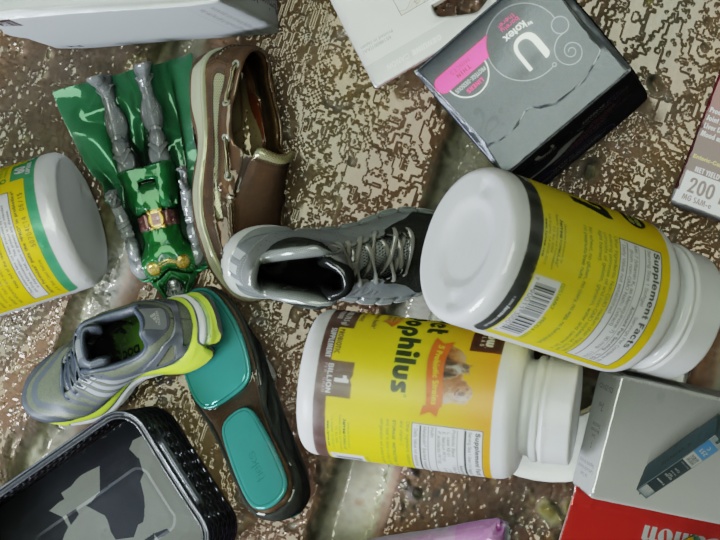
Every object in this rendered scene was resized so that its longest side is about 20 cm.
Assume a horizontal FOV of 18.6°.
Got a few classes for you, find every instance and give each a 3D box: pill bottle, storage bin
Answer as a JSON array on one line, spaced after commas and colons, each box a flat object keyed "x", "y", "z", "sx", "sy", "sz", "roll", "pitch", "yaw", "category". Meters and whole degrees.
[{"x": 0.060, "y": 0.092, "z": 1.616, "sx": 0.199, "sy": 0.109, "sz": 0.110, "roll": 6, "pitch": 90, "yaw": 10, "category": "pill bottle"}, {"x": -0.215, "y": 0.211, "z": 1.747, "sx": 0.200, "sy": 0.094, "sz": 0.135, "roll": -35, "pitch": 83, "yaw": 8, "category": "storage bin"}, {"x": -0.314, "y": -0.014, "z": 1.760, "sx": 0.199, "sy": 0.113, "sz": 0.113, "roll": -17, "pitch": 86, "yaw": 11, "category": "pill bottle"}, {"x": 0.152, "y": 0.007, "z": 1.554, "sx": 0.199, "sy": 0.114, "sz": 0.115, "roll": 18, "pitch": 93, "yaw": -31, "category": "pill bottle"}]

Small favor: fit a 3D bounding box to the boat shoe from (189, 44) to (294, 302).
[{"x": -0.089, "y": -0.079, "z": 1.725, "sx": 0.075, "sy": 0.075, "sz": 0.203, "roll": -13, "pitch": 86, "yaw": 48, "category": "boat shoe"}]

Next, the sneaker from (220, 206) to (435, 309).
[{"x": 0.000, "y": 0.000, "z": 1.671, "sx": 0.199, "sy": 0.115, "sz": 0.075, "roll": -7, "pitch": 101, "yaw": -12, "category": "sneaker"}]

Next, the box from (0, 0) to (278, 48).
[{"x": -0.180, "y": -0.250, "z": 1.694, "sx": 0.199, "sy": 0.199, "sz": 0.131, "roll": -2, "pitch": 89, "yaw": 10, "category": "box"}]

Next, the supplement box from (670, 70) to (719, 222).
[{"x": 0.321, "y": -0.125, "z": 1.666, "sx": 0.108, "sy": 0.061, "sz": 0.201, "roll": 21, "pitch": 92, "yaw": 11, "category": "supplement box"}]

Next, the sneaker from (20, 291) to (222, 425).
[{"x": -0.204, "y": 0.066, "z": 1.730, "sx": 0.200, "sy": 0.081, "sz": 0.074, "roll": -30, "pitch": 66, "yaw": 33, "category": "sneaker"}]

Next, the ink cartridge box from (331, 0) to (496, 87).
[{"x": 0.059, "y": -0.264, "z": 1.719, "sx": 0.199, "sy": 0.045, "sz": 0.177, "roll": -29, "pitch": 83, "yaw": 10, "category": "ink cartridge box"}]

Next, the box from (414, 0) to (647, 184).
[{"x": 0.131, "y": -0.138, "z": 1.632, "sx": 0.122, "sy": 0.200, "sz": 0.106, "roll": -40, "pitch": 82, "yaw": 7, "category": "box"}]

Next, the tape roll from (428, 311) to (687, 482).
[{"x": 0.152, "y": 0.060, "z": 1.690, "sx": 0.201, "sy": 0.071, "sz": 0.203, "roll": 0, "pitch": 89, "yaw": 11, "category": "tape roll"}]

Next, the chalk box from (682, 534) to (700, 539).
[{"x": 0.244, "y": 0.322, "z": 1.622, "sx": 0.124, "sy": 0.124, "sz": 0.200, "roll": -25, "pitch": 119, "yaw": 8, "category": "chalk box"}]

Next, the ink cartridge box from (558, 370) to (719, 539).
[{"x": 0.253, "y": 0.177, "z": 1.635, "sx": 0.199, "sy": 0.045, "sz": 0.177, "roll": 12, "pitch": 96, "yaw": -15, "category": "ink cartridge box"}]

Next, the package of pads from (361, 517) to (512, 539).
[{"x": 0.029, "y": 0.265, "z": 1.707, "sx": 0.199, "sy": 0.076, "sz": 0.121, "roll": -11, "pitch": 84, "yaw": 11, "category": "package of pads"}]

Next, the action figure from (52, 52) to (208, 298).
[{"x": -0.167, "y": -0.064, "z": 1.765, "sx": 0.118, "sy": 0.055, "sz": 0.201, "roll": -16, "pitch": 90, "yaw": 7, "category": "action figure"}]

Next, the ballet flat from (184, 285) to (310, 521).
[{"x": -0.090, "y": 0.108, "z": 1.730, "sx": 0.068, "sy": 0.068, "sz": 0.201, "roll": -28, "pitch": 67, "yaw": 19, "category": "ballet flat"}]
